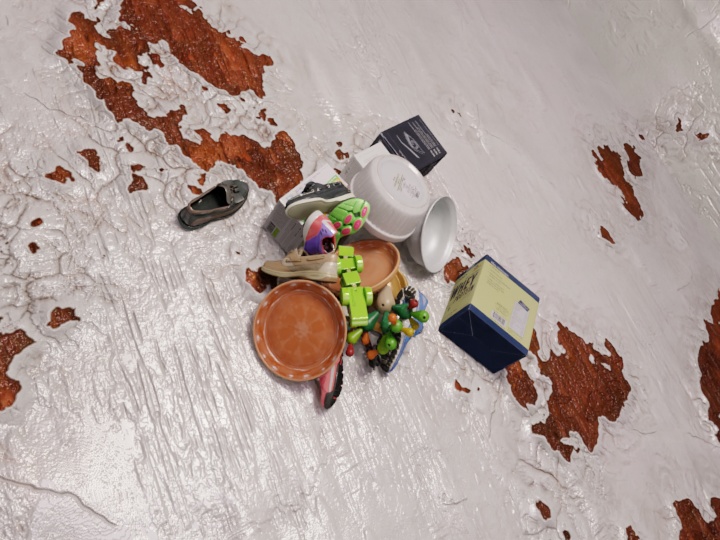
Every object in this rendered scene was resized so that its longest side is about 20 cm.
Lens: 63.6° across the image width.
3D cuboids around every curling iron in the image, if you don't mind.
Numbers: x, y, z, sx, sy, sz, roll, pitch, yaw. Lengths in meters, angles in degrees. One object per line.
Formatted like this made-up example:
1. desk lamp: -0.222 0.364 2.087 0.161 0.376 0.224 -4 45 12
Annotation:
1. curling iron: 0.008 0.128 1.335 0.025 0.050 0.205 -13 75 -18

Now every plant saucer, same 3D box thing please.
1. plant saucer: -0.124 0.123 1.199 0.194 0.032 0.207 0 87 3
2. plant saucer: 0.000 0.000 1.349 0.201 0.196 0.038 -55 138 -41

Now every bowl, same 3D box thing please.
1. bowl: 0.175 -0.102 1.536 0.199 0.089 0.207 -25 121 -51

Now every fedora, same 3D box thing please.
1. fedora: 0.061 0.049 1.400 0.196 0.082 0.205 16 56 -25

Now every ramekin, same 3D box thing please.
1. ramekin: 0.075 -0.182 1.391 0.196 0.105 0.204 21 48 -25

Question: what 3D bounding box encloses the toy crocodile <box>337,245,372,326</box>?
1. toy crocodile: -0.021 0.030 1.239 0.066 0.062 0.204 -6 59 -17

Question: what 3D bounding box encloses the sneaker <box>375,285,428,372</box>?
1. sneaker: 0.105 0.143 1.335 0.088 0.078 0.204 24 91 -40

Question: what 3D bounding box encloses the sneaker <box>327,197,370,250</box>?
1. sneaker: -0.047 -0.107 1.345 0.076 0.199 0.084 40 39 -10

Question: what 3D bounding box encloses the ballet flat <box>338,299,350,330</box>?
1. ballet flat: -0.089 0.072 1.296 0.196 0.070 0.069 26 52 -19

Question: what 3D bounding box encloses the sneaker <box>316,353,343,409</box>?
1. sneaker: -0.080 0.193 1.245 0.084 0.074 0.206 0 70 10

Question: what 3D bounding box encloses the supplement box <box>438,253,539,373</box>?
1. supplement box: 0.339 0.113 1.515 0.198 0.134 0.202 37 49 -9

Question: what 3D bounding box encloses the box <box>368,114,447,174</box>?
1. box: 0.129 -0.333 1.659 0.198 0.104 0.149 -33 84 -41

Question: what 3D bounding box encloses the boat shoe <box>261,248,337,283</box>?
1. boat shoe: -0.129 -0.013 1.248 0.071 0.195 0.067 11 85 -59

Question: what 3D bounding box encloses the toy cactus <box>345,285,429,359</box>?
1. toy cactus: 0.050 0.100 1.271 0.102 0.197 0.168 43 29 -37

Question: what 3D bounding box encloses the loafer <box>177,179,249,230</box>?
1. loafer: -0.313 -0.154 1.284 0.072 0.063 0.199 48 48 1

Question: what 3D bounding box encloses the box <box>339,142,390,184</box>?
1. box: 0.056 -0.219 1.547 0.124 0.097 0.202 -33 83 -42

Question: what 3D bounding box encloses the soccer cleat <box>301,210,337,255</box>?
1. soccer cleat: -0.090 -0.043 1.278 0.073 0.202 0.068 38 58 19

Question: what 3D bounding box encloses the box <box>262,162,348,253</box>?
1. box: -0.120 -0.148 1.377 0.101 0.112 0.200 45 47 -2

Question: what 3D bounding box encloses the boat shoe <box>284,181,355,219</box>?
1. boat shoe: -0.097 -0.165 1.279 0.196 0.074 0.067 -19 73 -40
